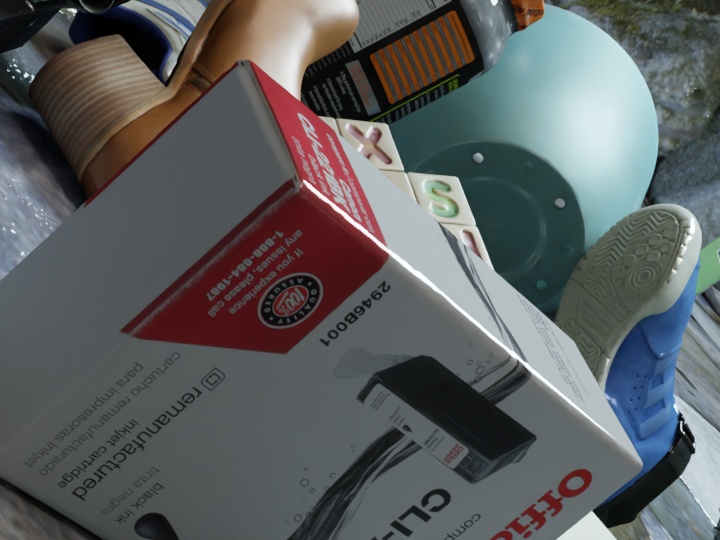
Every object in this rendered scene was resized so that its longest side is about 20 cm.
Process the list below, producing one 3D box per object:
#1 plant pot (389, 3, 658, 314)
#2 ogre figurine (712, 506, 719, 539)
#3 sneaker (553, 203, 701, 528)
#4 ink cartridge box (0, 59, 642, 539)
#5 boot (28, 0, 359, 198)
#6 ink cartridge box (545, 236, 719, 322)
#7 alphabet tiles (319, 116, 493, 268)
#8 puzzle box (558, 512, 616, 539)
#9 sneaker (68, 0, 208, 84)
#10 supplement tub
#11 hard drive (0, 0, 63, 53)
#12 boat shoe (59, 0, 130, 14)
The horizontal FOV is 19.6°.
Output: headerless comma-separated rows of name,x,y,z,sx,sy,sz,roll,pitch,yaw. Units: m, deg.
plant pot,0.092,-0.057,1.375,0.201,0.201,0.161,45,25,-12
ogre figurine,0.260,0.219,1.244,0.200,0.120,0.098,38,11,-45
sneaker,0.171,0.065,1.297,0.077,0.200,0.111,8,-25,41
ink cartridge box,-0.018,0.046,0.741,0.200,0.144,0.084,38,17,-37
boot,-0.041,-0.060,0.997,0.200,0.077,0.155,-23,68,-44
ink cartridge box,0.181,0.014,1.417,0.048,0.200,0.146,50,12,-3
alphabet tiles,0.000,0.000,1.034,0.166,0.006,0.200,4,51,-33
puzzle box,0.072,0.106,1.073,0.200,0.025,0.133,49,12,8
sneaker,-0.084,-0.069,1.096,0.200,0.075,0.088,49,27,24
supplement tub,-0.002,-0.143,1.213,0.123,0.200,0.123,62,-3,6
hard drive,-0.215,-0.153,0.934,0.140,0.038,0.200,47,13,-4
boat shoe,-0.131,-0.158,1.040,0.074,0.200,0.060,0,88,-44
